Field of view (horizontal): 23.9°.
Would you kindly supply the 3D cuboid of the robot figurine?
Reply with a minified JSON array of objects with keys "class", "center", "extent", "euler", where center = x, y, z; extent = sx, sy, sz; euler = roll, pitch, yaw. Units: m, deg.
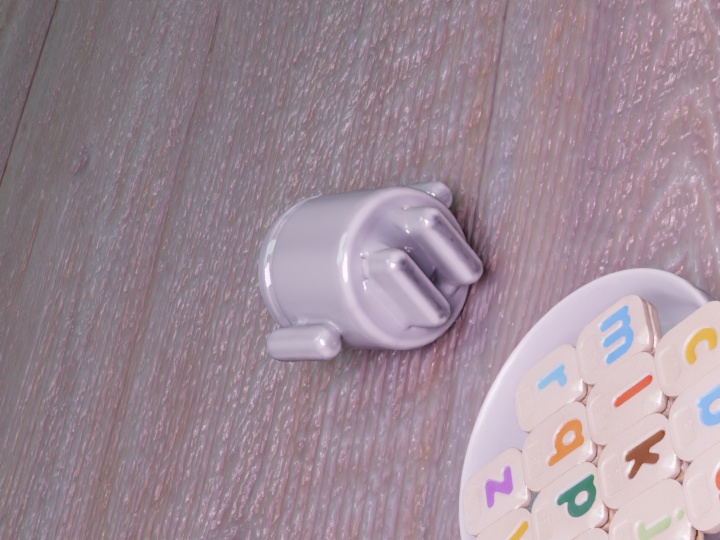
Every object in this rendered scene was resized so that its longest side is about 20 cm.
[{"class":"robot figurine","center":[0.000,0.000,1.212],"extent":[0.170,0.113,0.200],"euler":[-47,22,-23]}]

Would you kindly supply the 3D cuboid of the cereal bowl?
[{"class":"cereal bowl","center":[0.147,0.104,0.915],"extent":[0.200,0.083,0.201],"euler":[-38,37,36]}]

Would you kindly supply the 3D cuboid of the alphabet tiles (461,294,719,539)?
[{"class":"alphabet tiles","center":[0.123,0.109,0.848],"extent":[0.196,0.015,0.201],"euler":[-42,34,33]}]
